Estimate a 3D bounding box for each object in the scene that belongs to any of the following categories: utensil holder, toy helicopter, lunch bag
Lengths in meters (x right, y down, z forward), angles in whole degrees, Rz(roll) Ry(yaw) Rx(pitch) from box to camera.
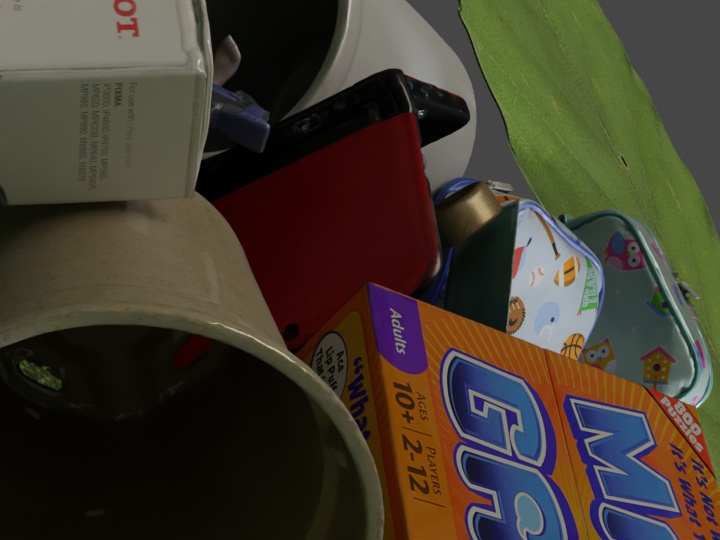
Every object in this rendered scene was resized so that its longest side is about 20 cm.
[{"bbox_3d":[-0.039,-0.113,1.139,0.200,0.169,0.171,31,37,-61],"label":"utensil holder"},{"bbox_3d":[0.000,0.000,1.038,0.079,0.199,0.132,59,35,-5],"label":"toy helicopter"},{"bbox_3d":[0.141,0.053,1.329,0.077,0.199,0.161,19,46,-65],"label":"lunch bag"},{"bbox_3d":[0.067,0.043,1.188,0.075,0.201,0.160,22,-7,39],"label":"lunch bag"}]

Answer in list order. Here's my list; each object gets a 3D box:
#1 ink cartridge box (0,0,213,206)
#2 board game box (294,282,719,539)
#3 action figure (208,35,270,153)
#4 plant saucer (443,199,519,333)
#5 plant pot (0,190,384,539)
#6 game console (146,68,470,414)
[{"bbox_3d":[-0.165,-0.103,0.748,0.085,0.198,0.146,100,-17,-52],"label":"ink cartridge box"},{"bbox_3d":[0.036,0.166,0.838,0.199,0.200,0.201,21,42,-31],"label":"board game box"},{"bbox_3d":[-0.132,-0.082,0.938,0.199,0.105,0.193,28,23,13],"label":"action figure"},{"bbox_3d":[0.061,0.060,1.039,0.200,0.036,0.202,6,90,-85],"label":"plant saucer"},{"bbox_3d":[-0.102,0.056,0.766,0.201,0.200,0.184,52,11,-29],"label":"plant pot"},{"bbox_3d":[-0.037,-0.006,0.953,0.172,0.199,0.119,6,62,-69],"label":"game console"}]
